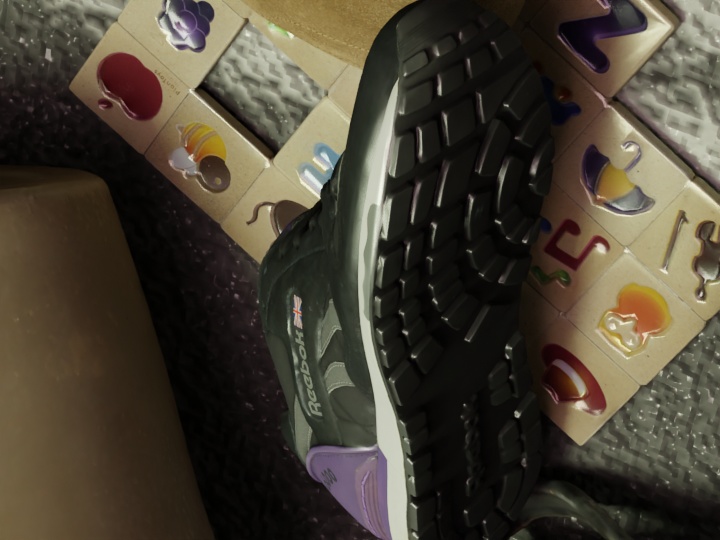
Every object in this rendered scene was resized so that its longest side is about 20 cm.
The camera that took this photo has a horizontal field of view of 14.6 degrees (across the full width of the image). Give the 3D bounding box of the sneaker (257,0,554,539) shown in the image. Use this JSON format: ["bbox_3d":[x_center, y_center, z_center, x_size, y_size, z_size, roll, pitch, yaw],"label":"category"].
[{"bbox_3d":[0.000,0.000,0.824,0.087,0.076,0.201,31,139,32],"label":"sneaker"}]

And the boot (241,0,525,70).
[{"bbox_3d":[-0.044,-0.113,0.807,0.199,0.074,0.076,26,135,10],"label":"boot"}]

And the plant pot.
[{"bbox_3d":[-0.129,0.058,0.893,0.199,0.200,0.176,2,98,27],"label":"plant pot"}]

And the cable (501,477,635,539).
[{"bbox_3d":[0.095,0.107,0.847,0.199,0.098,0.050,-10,148,38],"label":"cable"}]

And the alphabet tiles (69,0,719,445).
[{"bbox_3d":[0.023,-0.043,0.853,0.200,0.008,0.167,42,127,1],"label":"alphabet tiles"}]
